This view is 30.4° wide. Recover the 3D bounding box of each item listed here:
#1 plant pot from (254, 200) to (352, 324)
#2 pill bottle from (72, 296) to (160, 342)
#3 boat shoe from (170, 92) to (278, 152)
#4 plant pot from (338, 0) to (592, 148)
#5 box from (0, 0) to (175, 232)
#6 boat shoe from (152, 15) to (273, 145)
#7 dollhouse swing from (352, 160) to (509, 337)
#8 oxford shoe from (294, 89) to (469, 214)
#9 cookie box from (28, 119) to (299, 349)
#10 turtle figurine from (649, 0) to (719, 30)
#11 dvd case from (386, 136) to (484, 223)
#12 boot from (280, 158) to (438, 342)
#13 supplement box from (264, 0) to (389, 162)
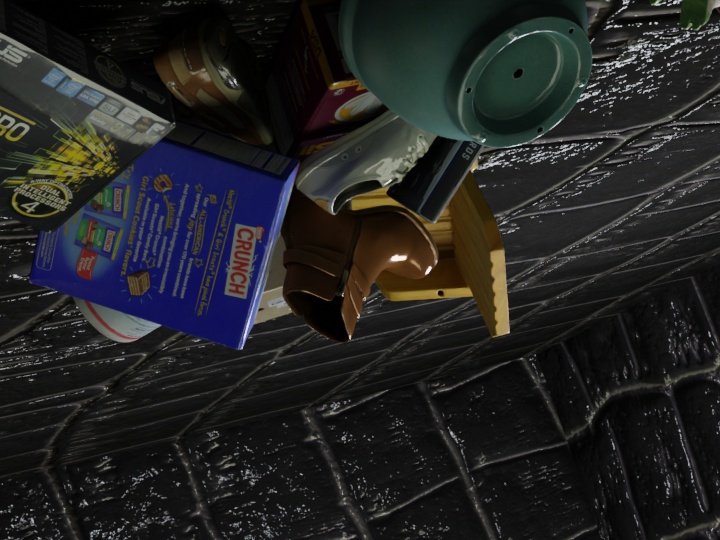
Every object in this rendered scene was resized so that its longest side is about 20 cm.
[{"bbox_3d":[-0.097,-0.050,1.424,0.199,0.178,0.200,-17,168,-6],"label":"plant pot"},{"bbox_3d":[-0.178,-0.019,1.281,0.200,0.109,0.109,-30,164,24],"label":"pill bottle"},{"bbox_3d":[-0.143,-0.125,1.270,0.199,0.071,0.063,2,146,-48],"label":"boat shoe"},{"bbox_3d":[0.100,-0.182,1.047,0.199,0.134,0.201,-17,136,-18],"label":"plant pot"},{"bbox_3d":[-0.266,-0.118,0.997,0.161,0.049,0.200,-37,140,25],"label":"box"},{"bbox_3d":[-0.128,-0.162,1.164,0.073,0.076,0.200,-13,162,7],"label":"boat shoe"},{"bbox_3d":[0.071,-0.027,1.494,0.181,0.176,0.201,-4,132,5],"label":"dollhouse swing"},{"bbox_3d":[0.035,-0.114,1.199,0.199,0.058,0.075,-32,168,3],"label":"oxford shoe"},{"bbox_3d":[-0.172,-0.043,1.167,0.199,0.172,0.075,19,-157,1],"label":"cookie box"},{"bbox_3d":[0.372,-0.255,1.302,0.193,0.145,0.200,-8,160,-27],"label":"turtle figurine"},{"bbox_3d":[0.099,-0.144,1.265,0.200,0.025,0.150,-57,-167,3],"label":"dvd case"},{"bbox_3d":[0.000,0.000,1.266,0.076,0.156,0.200,-22,137,30],"label":"boot"},{"bbox_3d":[-0.014,-0.175,1.214,0.110,0.086,0.200,-14,167,-20],"label":"supplement box"}]
